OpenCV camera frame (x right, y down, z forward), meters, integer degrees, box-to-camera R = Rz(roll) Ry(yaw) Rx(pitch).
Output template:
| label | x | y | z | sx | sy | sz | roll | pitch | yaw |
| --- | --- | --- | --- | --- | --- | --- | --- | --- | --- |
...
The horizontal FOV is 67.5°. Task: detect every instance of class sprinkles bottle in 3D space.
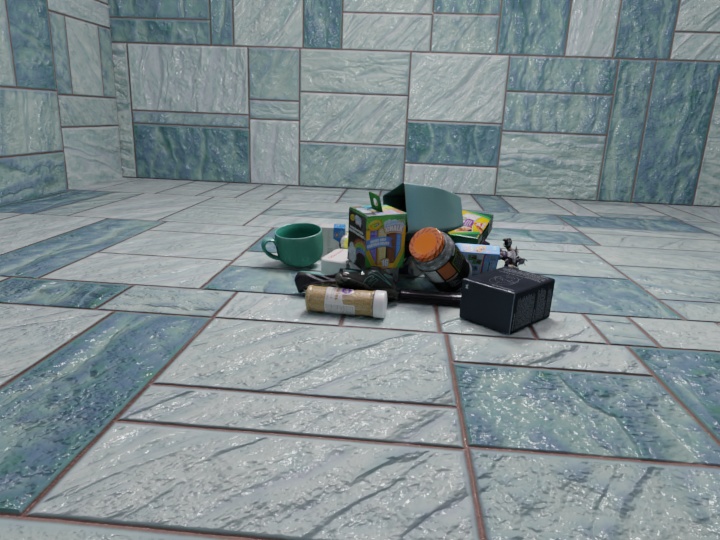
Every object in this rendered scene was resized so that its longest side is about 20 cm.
| label | x | y | z | sx | sy | sz | roll | pitch | yaw |
| --- | --- | --- | --- | --- | --- | --- | --- | --- | --- |
| sprinkles bottle | -0.035 | 0.077 | 1.346 | 0.199 | 0.068 | 0.068 | 4 | 16 | 9 |

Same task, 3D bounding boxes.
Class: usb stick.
| label | x | y | z | sx | sy | sz | roll | pitch | yaw |
| --- | --- | --- | --- | --- | --- | --- | --- | --- | --- |
| usb stick | 0.199 | 0.072 | 1.460 | 0.199 | 0.033 | 0.055 | 4 | 17 | 7 |

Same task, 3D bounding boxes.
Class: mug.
| label | x | y | z | sx | sy | sz | roll | pitch | yaw |
| --- | --- | --- | --- | --- | --- | --- | --- | --- | --- |
| mug | -0.213 | -0.078 | 1.755 | 0.185 | 0.115 | 0.152 | 3 | 25 | 12 |

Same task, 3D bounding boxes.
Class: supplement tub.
| label | x | y | z | sx | sy | sz | roll | pitch | yaw |
| --- | --- | --- | --- | --- | --- | --- | --- | --- | --- |
| supplement tub | 0.220 | -0.027 | 1.487 | 0.122 | 0.123 | 0.200 | 16 | -18 | 40 |

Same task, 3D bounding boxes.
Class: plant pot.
| label | x | y | z | sx | sy | sz | roll | pitch | yaw |
| --- | --- | --- | --- | --- | --- | --- | --- | --- | --- |
| plant pot | 0.187 | -0.161 | 1.553 | 0.200 | 0.142 | 0.141 | 0 | -8 | -23 |

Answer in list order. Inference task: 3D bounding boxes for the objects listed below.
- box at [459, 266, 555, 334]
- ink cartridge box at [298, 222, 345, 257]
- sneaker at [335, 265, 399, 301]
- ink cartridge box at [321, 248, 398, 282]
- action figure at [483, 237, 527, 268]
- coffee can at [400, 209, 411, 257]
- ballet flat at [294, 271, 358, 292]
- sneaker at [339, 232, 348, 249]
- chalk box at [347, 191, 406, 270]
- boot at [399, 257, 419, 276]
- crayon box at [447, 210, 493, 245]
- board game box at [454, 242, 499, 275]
| label | x | y | z | sx | sy | sz | roll | pitch | yaw |
| --- | --- | --- | --- | --- | --- | --- | --- | --- | --- |
| box | 0.370 | 0.069 | 1.359 | 0.200 | 0.107 | 0.148 | -12 | 22 | -42 |
| ink cartridge box | -0.153 | -0.102 | 1.859 | 0.199 | 0.116 | 0.067 | 3 | 16 | 0 |
| sneaker | 0.016 | 0.026 | 1.407 | 0.200 | 0.079 | 0.075 | 18 | -26 | -38 |
| ink cartridge box | 0.000 | 0.000 | 1.586 | 0.200 | 0.085 | 0.145 | 8 | 17 | 17 |
| action figure | 0.451 | -0.054 | 1.747 | 0.200 | 0.069 | 0.130 | 17 | 44 | -8 |
| coffee can | 0.105 | -0.122 | 1.713 | 0.146 | 0.147 | 0.200 | -1 | 7 | -12 |
| ballet flat | -0.082 | 0.040 | 1.481 | 0.199 | 0.073 | 0.073 | 1 | 16 | -3 |
| sneaker | 0.014 | -0.064 | 1.718 | 0.200 | 0.076 | 0.076 | 26 | 0 | -45 |
| chalk box | 0.044 | -0.113 | 1.477 | 0.124 | 0.200 | 0.125 | -6 | 21 | -24 |
| boot | 0.175 | -0.056 | 1.758 | 0.090 | 0.073 | 0.200 | 8 | 36 | 30 |
| crayon box | 0.312 | -0.131 | 1.707 | 0.172 | 0.058 | 0.200 | 12 | 31 | 22 |
| board game box | 0.309 | -0.024 | 1.625 | 0.199 | 0.151 | 0.037 | 4 | 57 | 8 |
